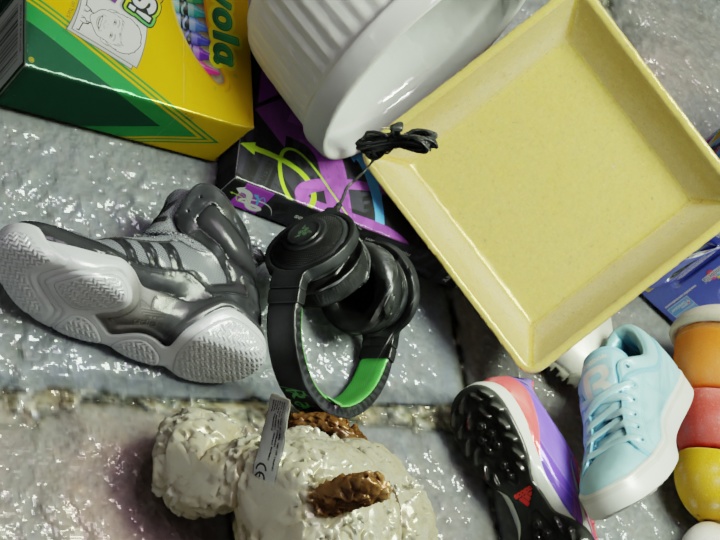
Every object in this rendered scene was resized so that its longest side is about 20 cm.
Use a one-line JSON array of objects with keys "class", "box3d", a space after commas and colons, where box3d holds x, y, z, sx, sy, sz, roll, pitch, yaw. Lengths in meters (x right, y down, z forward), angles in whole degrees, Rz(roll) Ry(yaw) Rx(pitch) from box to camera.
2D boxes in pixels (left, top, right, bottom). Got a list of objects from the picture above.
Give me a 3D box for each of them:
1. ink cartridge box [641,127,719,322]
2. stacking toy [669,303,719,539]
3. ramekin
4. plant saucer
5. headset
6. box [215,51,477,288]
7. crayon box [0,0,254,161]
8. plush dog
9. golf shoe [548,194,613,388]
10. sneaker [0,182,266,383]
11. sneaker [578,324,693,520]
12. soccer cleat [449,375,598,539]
[{"class": "ink cartridge box", "box3d": [0.282, -0.045, 1.897, 0.076, 0.136, 0.200, 41, 48, -6]}, {"class": "stacking toy", "box3d": [0.269, 0.137, 1.816, 0.146, 0.146, 0.201, 28, 70, -19]}, {"class": "ramekin", "box3d": [0.014, -0.180, 1.708, 0.105, 0.200, 0.200, 47, 47, 13]}, {"class": "plant saucer", "box3d": [0.135, -0.063, 1.766, 0.200, 0.048, 0.200, -37, 88, -3]}, {"class": "headset", "box3d": [0.000, 0.000, 1.680, 0.123, 0.094, 0.201, 33, 61, -51]}, {"class": "box", "box3d": [-0.004, -0.084, 1.788, 0.199, 0.036, 0.144, 21, 55, -26]}, {"class": "crayon box", "box3d": [-0.162, -0.190, 1.720, 0.172, 0.058, 0.201, 13, 58, -29]}, {"class": "plush dog", "box3d": [-0.015, 0.156, 1.587, 0.172, 0.160, 0.201, 2, 61, -60]}, {"class": "golf shoe", "box3d": [0.150, -0.017, 1.817, 0.078, 0.097, 0.201, -4, 69, -38]}, {"class": "sneaker", "box3d": [-0.145, -0.009, 1.623, 0.200, 0.075, 0.114, 26, 52, -28]}, {"class": "sneaker", "box3d": [0.172, 0.100, 1.724, 0.082, 0.074, 0.200, 52, 23, -10]}, {"class": "soccer cleat", "box3d": [0.134, 0.163, 1.728, 0.073, 0.068, 0.201, -15, 74, -51]}]
